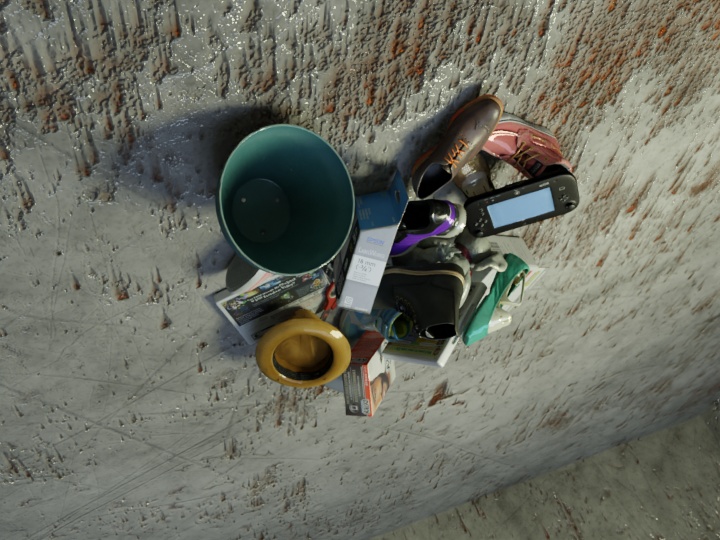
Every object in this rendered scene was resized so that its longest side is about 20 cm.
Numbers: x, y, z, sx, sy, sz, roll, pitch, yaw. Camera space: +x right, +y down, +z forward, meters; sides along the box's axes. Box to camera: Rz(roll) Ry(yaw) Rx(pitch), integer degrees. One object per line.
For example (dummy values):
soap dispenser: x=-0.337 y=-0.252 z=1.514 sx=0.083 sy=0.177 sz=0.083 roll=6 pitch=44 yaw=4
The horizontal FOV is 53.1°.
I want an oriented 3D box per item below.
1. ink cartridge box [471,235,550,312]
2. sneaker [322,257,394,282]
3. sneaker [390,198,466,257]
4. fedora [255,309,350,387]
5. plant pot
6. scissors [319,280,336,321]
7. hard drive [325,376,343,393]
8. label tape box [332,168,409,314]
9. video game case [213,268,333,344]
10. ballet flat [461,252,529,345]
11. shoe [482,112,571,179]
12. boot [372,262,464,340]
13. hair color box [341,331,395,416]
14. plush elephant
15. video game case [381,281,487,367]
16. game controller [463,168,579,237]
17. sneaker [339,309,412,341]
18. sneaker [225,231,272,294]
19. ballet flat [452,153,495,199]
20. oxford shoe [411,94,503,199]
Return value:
ink cartridge box: x=0.276 y=0.025 z=1.537 sx=0.172 sy=0.085 sz=0.201 roll=2 pitch=139 yaw=-36
sneaker: x=0.000 y=0.000 z=1.326 sx=0.197 sy=0.088 sz=0.078 roll=26 pitch=94 yaw=-23
sneaker: x=0.076 y=-0.080 z=1.226 sx=0.098 sy=0.072 sz=0.198 roll=10 pitch=158 yaw=-42
fedora: x=-0.110 y=0.141 z=1.381 sx=0.195 sy=0.083 sz=0.204 roll=-3 pitch=135 yaw=-3
plant pot: x=-0.124 y=-0.094 z=1.033 sx=0.195 sy=0.206 sz=0.134 roll=-6 pitch=-179 yaw=-26
scissors: x=-0.069 y=0.076 z=1.395 sx=0.072 sy=0.014 sz=0.201 roll=7 pitch=128 yaw=-52
hard drive: x=-0.051 y=0.233 z=1.591 sx=0.129 sy=0.027 sz=0.201 roll=14 pitch=157 yaw=24
label tape box: x=0.011 y=-0.057 z=1.169 sx=0.062 sy=0.145 sz=0.204 roll=13 pitch=114 yaw=-11
video game case: x=-0.152 y=0.054 z=1.348 sx=0.196 sy=0.024 sz=0.183 roll=-24 pitch=148 yaw=0
ballet flat: x=0.260 y=0.059 z=1.337 sx=0.203 sy=0.069 sz=0.068 roll=-59 pitch=156 yaw=-18
shoe: x=0.274 y=-0.200 z=1.210 sx=0.196 sy=0.092 sz=0.072 roll=3 pitch=139 yaw=-37
boot: x=0.077 y=0.063 z=1.209 sx=0.195 sy=0.140 sz=0.078 roll=-14 pitch=131 yaw=22
hair color box: x=0.020 y=0.209 z=1.501 sx=0.062 sy=0.114 sz=0.200 roll=-1 pitch=-164 yaw=18
plush elephant: x=0.174 y=-0.020 z=1.333 sx=0.152 sy=0.167 sz=0.201 roll=-23 pitch=163 yaw=-28
video game case: x=0.142 y=0.102 z=1.414 sx=0.022 sy=0.198 sz=0.184 roll=42 pitch=69 yaw=-22
game controller: x=0.273 y=-0.113 z=1.229 sx=0.195 sy=0.043 sz=0.104 roll=-17 pitch=151 yaw=14
sneaker: x=0.033 y=0.108 z=1.446 sx=0.078 sy=0.133 sz=0.201 roll=3 pitch=139 yaw=-37
sneaker: x=-0.133 y=-0.021 z=1.203 sx=0.200 sy=0.076 sz=0.104 roll=-44 pitch=138 yaw=20
ballet flat: x=0.212 y=-0.143 z=1.274 sx=0.070 sy=0.066 sz=0.199 roll=-33 pitch=147 yaw=13
oxford shoe: x=0.155 y=-0.189 z=1.145 sx=0.070 sy=0.073 sz=0.201 roll=31 pitch=123 yaw=-15
